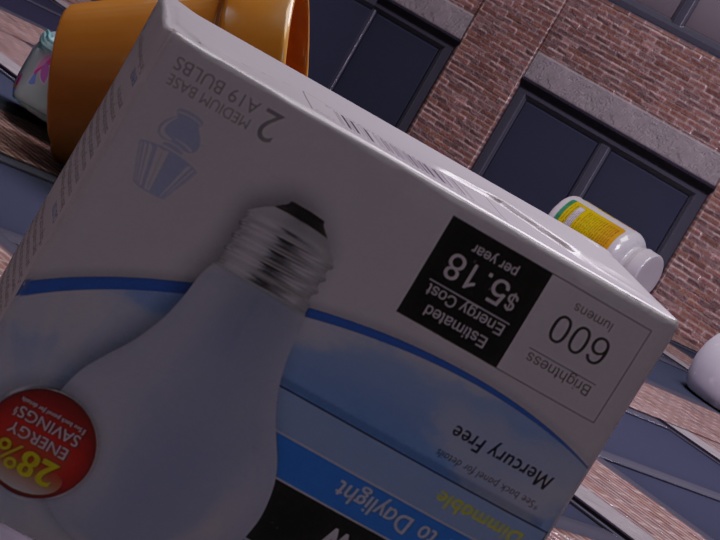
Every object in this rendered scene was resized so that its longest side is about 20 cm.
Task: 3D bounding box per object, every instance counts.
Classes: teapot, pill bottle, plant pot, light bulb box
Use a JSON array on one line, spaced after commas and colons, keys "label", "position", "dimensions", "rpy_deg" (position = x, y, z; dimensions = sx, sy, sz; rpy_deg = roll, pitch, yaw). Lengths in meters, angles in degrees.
[{"label": "teapot", "position": [0.529, 0.129, 2.815], "dimensions": [0.197, 0.146, 0.200], "rpy_deg": [24, 8, -46]}, {"label": "pill bottle", "position": [0.413, -0.035, 3.696], "dimensions": [0.200, 0.113, 0.113], "rpy_deg": [34, 8, 33]}, {"label": "plant pot", "position": [-0.142, -0.137, 1.696], "dimensions": [0.183, 0.200, 0.200], "rpy_deg": [5, 5, 4]}, {"label": "light bulb box", "position": [-0.033, 0.042, 0.757], "dimensions": [0.198, 0.200, 0.125], "rpy_deg": [29, 8, -10]}]

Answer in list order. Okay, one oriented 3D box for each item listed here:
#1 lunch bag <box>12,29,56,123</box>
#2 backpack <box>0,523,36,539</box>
[{"label": "lunch bag", "position": [-0.195, -0.130, 1.848], "dimensions": [0.200, 0.077, 0.160], "rpy_deg": [28, 2, -11]}, {"label": "backpack", "position": [-0.078, 0.106, 0.302], "dimensions": [0.200, 0.154, 0.191], "rpy_deg": [32, 11, -50]}]
